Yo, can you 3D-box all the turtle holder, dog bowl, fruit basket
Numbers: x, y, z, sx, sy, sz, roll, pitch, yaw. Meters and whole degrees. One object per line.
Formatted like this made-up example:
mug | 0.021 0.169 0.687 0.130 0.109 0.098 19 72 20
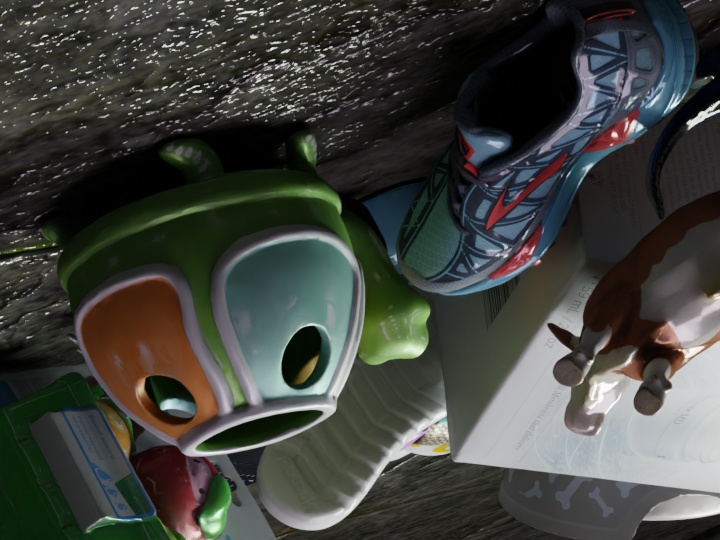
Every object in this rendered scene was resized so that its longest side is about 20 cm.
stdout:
turtle holder | -0.060 0.020 1.279 0.140 0.132 0.185 -24 165 17
dog bowl | 0.186 0.115 1.649 0.199 0.059 0.200 -2 -166 0
fruit basket | -0.133 0.127 1.525 0.199 0.186 0.094 -7 149 -46

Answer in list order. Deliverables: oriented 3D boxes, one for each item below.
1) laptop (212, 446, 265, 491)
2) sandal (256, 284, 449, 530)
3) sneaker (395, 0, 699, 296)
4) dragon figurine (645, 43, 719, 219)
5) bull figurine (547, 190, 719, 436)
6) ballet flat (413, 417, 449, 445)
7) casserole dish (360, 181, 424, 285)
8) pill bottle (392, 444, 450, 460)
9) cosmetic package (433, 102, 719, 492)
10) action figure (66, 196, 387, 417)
laptop | -0.109 0.189 1.772 0.199 0.104 0.177 -21 168 16
sandal | 0.007 0.074 1.472 0.202 0.082 0.050 -40 166 -34
sneaker | 0.067 -0.066 1.249 0.095 0.080 0.200 4 136 -45
dragon figurine | 0.208 -0.108 1.243 0.200 0.059 0.099 -38 -174 -31
bull figurine | 0.153 0.015 1.231 0.200 0.065 0.121 -45 -175 26
ballet flat | -0.008 0.068 1.580 0.075 0.068 0.199 -10 -165 -39
casserole dish | 0.000 0.000 1.514 0.200 0.039 0.121 -30 164 35
pill bottle | 0.061 0.049 1.640 0.112 0.113 0.200 -9 164 -40
cosmetic package | 0.168 0.017 1.412 0.199 0.124 0.200 7 144 -17
action figure | -0.077 0.031 1.440 0.130 0.070 0.200 13 141 -43
